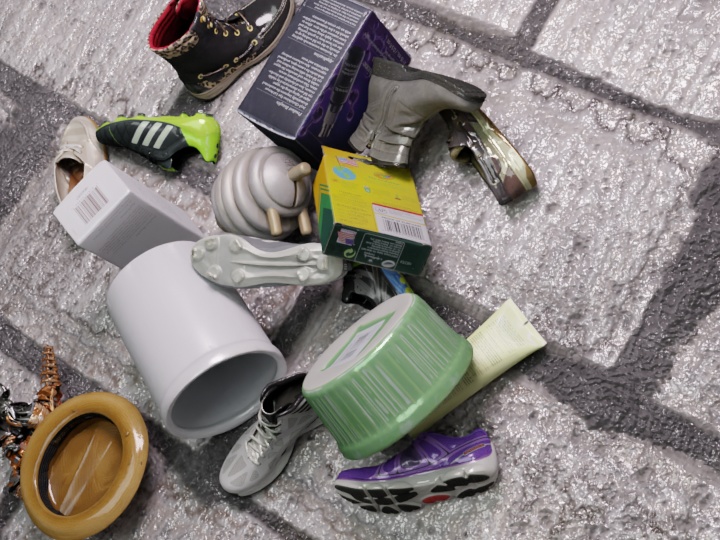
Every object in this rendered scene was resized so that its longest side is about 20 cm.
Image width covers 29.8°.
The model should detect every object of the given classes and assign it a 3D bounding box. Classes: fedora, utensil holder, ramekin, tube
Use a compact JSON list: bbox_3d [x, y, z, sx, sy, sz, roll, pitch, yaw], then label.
[{"bbox_3d":[-0.351,0.262,1.778,0.200,0.082,0.201,-9,65,19],"label":"fedora"},{"bbox_3d":[-0.215,0.087,1.728,0.170,0.170,0.200,-40,59,7],"label":"utensil holder"},{"bbox_3d":[0.026,0.118,1.581,0.200,0.200,0.098,-40,100,7],"label":"ramekin"},{"bbox_3d":[0.127,0.124,1.633,0.200,0.052,0.058,-40,101,4],"label":"tube"}]

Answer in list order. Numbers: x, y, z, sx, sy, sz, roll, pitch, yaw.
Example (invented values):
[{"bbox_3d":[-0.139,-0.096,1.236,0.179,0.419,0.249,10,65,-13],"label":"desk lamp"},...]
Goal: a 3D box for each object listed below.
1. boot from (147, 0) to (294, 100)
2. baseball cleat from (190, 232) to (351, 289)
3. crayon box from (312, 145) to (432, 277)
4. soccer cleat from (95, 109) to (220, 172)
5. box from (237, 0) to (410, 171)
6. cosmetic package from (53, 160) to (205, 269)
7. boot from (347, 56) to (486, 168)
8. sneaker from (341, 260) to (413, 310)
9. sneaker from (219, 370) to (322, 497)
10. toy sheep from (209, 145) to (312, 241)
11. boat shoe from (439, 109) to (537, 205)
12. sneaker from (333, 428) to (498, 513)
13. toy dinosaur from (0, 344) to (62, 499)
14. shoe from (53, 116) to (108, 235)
[{"bbox_3d":[-0.194,-0.338,1.867,0.200,0.151,0.073,-41,61,7],"label":"boot"},{"bbox_3d":[-0.110,-0.004,1.696,0.199,0.106,0.070,8,87,19],"label":"baseball cleat"},{"bbox_3d":[0.011,-0.077,1.675,0.200,0.127,0.051,-99,26,-56],"label":"crayon box"},{"bbox_3d":[-0.290,-0.180,1.911,0.199,0.067,0.081,-1,85,23],"label":"soccer cleat"},{"bbox_3d":[-0.045,-0.245,1.774,0.104,0.148,0.200,28,87,28],"label":"box"},{"bbox_3d":[-0.302,-0.058,1.794,0.102,0.200,0.074,-44,61,4],"label":"cosmetic package"},{"bbox_3d":[0.071,-0.186,1.697,0.200,0.068,0.131,24,102,47],"label":"boot"},{"bbox_3d":[0.000,0.000,1.713,0.083,0.071,0.200,-34,65,4],"label":"sneaker"},{"bbox_3d":[-0.120,0.194,1.677,0.201,0.115,0.076,-46,61,4],"label":"sneaker"},{"bbox_3d":[-0.125,-0.096,1.767,0.200,0.138,0.138,-23,62,43],"label":"toy sheep"},{"bbox_3d":[0.139,-0.164,1.703,0.065,0.073,0.200,-39,61,-4],"label":"boat shoe"},{"bbox_3d":[0.066,0.236,1.616,0.199,0.081,0.084,-12,55,10],"label":"sneaker"},{"bbox_3d":[-0.456,0.208,1.855,0.135,0.102,0.200,12,60,12],"label":"toy dinosaur"},{"bbox_3d":[-0.406,-0.138,1.951,0.070,0.053,0.201,-14,68,19],"label":"shoe"}]
